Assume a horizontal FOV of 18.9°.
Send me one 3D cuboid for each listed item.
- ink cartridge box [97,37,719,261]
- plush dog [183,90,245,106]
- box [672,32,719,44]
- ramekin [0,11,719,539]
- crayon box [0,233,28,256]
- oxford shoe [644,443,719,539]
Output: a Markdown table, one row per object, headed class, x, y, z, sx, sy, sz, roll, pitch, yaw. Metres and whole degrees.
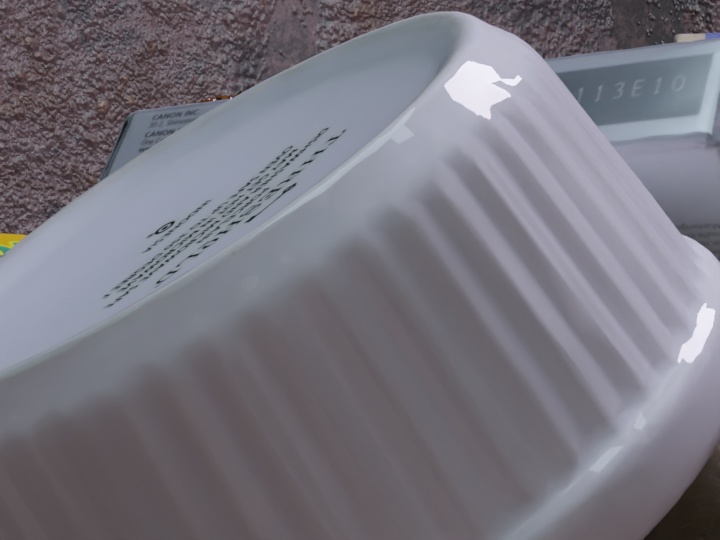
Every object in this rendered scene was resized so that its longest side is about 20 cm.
| class | x | y | z | sx | sy | sz | roll | pitch | yaw |
| --- | --- | --- | --- | --- | --- | --- | --- | --- | --- |
| ink cartridge box | 0.044 | 0.017 | 0.644 | 0.199 | 0.174 | 0.044 | -4 | 48 | 30 |
| plush dog | 0.000 | 0.000 | 0.850 | 0.199 | 0.173 | 0.160 | -7 | 3 | -26 |
| box | 0.211 | -0.043 | 0.766 | 0.198 | 0.033 | 0.122 | 0 | 38 | 7 |
| ramekin | -0.019 | 0.022 | 0.497 | 0.202 | 0.095 | 0.202 | -30 | 14 | 8 |
| crayon box | -0.135 | 0.035 | 0.771 | 0.125 | 0.052 | 0.200 | 3 | 23 | -26 |
| oxford shoe | 0.057 | 0.059 | 0.577 | 0.070 | 0.074 | 0.200 | -7 | 3 | -18 |
